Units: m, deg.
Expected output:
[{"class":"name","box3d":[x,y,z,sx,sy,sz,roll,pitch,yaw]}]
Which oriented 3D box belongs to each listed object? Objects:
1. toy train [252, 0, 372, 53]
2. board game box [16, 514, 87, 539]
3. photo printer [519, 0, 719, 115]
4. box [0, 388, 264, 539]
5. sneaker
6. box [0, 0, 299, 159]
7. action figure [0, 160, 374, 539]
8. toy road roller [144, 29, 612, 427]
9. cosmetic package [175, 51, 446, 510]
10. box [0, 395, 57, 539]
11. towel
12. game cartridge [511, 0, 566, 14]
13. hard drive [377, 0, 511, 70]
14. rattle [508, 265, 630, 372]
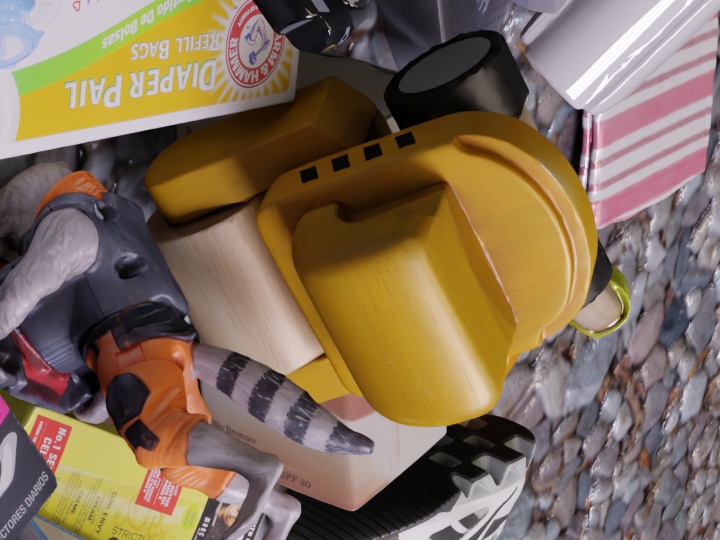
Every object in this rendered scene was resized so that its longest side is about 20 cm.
[{"class":"toy train","box3d":[-0.065,-0.164,0.736,0.201,0.034,0.046,54,50,-13]},{"class":"board game box","box3d":[-0.070,0.191,0.843,0.034,0.200,0.134,-46,147,1]},{"class":"photo printer","box3d":[0.185,-0.179,1.120,0.200,0.069,0.166,-44,178,15]},{"class":"box","box3d":[-0.122,0.109,0.945,0.200,0.050,0.076,33,80,-56]},{"class":"sneaker","box3d":[0.027,0.152,1.159,0.199,0.074,0.089,-13,121,-44]},{"class":"box","box3d":[-0.118,-0.117,0.790,0.199,0.101,0.114,-18,120,-51]},{"class":"action figure","box3d":[-0.087,0.033,0.851,0.104,0.194,0.200,-40,167,5]},{"class":"toy road roller","box3d":[0.000,0.000,0.831,0.124,0.198,0.146,62,25,-22]},{"class":"cosmetic package","box3d":[-0.022,0.003,0.993,0.087,0.103,0.202,-35,132,-43]},{"class":"box","box3d":[-0.215,0.048,0.725,0.123,0.105,0.201,-53,143,-24]},{"class":"towel","box3d":[0.182,-0.135,1.296,0.146,0.030,0.202,-25,124,-48]},{"class":"game cartridge","box3d":[0.127,-0.232,0.979,0.200,0.038,0.130,-49,144,-37]},{"class":"hard drive","box3d":[0.047,-0.174,0.958,0.200,0.042,0.136,77,33,-63]},{"class":"rattle","box3d":[0.059,-0.028,1.164,0.200,0.142,0.131,46,35,-38]}]
